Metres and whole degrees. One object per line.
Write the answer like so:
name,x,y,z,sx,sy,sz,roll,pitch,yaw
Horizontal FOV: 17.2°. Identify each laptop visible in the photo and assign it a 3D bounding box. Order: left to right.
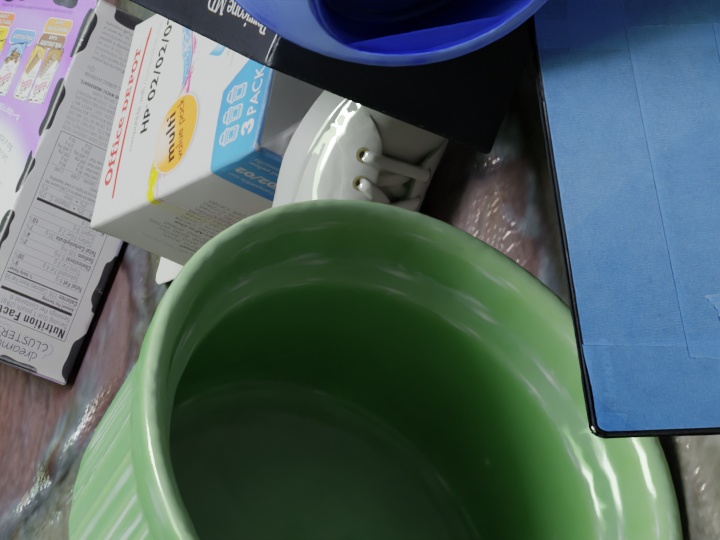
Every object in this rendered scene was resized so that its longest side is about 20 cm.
laptop,0.162,-0.060,0.698,0.200,0.115,0.188,-44,37,37

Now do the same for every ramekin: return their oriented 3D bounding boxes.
ramekin,0.000,0.086,0.801,0.098,0.199,0.201,-48,33,45

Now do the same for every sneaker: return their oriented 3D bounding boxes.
sneaker,0.000,0.000,1.003,0.085,0.073,0.201,42,112,43

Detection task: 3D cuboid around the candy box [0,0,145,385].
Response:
candy box,-0.186,-0.051,1.344,0.168,0.071,0.201,17,85,62

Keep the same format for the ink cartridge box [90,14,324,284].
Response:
ink cartridge box,-0.066,-0.073,1.153,0.200,0.068,0.116,-21,52,54

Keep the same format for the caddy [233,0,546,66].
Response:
caddy,0.027,-0.159,0.758,0.200,0.141,0.105,-49,11,2

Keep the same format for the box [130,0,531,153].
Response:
box,-0.002,-0.165,0.920,0.200,0.104,0.183,33,101,59
